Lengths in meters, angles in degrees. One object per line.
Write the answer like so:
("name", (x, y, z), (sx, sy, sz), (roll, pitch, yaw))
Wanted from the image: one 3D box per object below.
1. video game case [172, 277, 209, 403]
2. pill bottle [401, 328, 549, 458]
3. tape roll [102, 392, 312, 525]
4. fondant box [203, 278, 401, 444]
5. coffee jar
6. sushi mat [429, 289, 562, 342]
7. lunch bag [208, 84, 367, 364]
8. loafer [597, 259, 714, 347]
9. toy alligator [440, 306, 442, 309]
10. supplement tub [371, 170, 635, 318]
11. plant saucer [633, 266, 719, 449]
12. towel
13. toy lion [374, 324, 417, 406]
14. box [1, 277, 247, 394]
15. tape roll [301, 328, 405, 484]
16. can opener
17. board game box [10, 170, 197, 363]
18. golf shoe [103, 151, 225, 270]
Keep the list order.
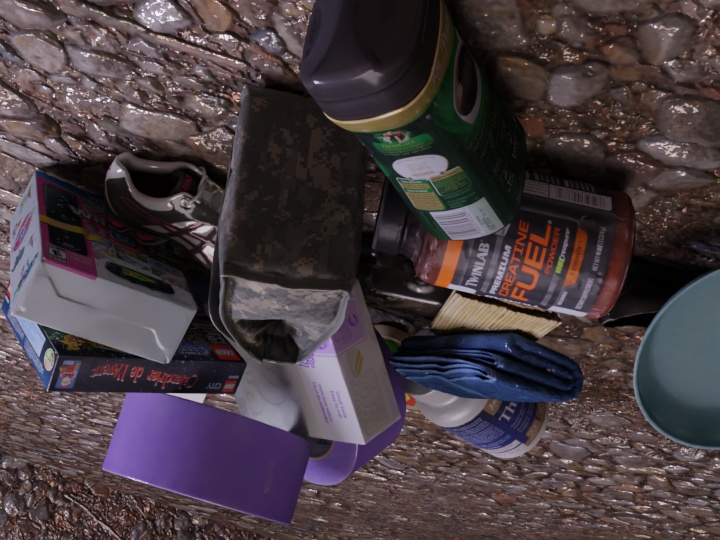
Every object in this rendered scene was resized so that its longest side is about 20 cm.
("video game case", (-0.250, 0.052, 1.048), (0.179, 0.201, 0.046), (22, 112, -19))
("pill bottle", (0.133, 0.144, 1.149), (0.110, 0.113, 0.199), (-9, 149, 40))
("tape roll", (-0.153, 0.188, 0.970), (0.197, 0.086, 0.200), (16, 166, 4))
("fondant box", (-0.063, 0.088, 0.961), (0.198, 0.058, 0.146), (-3, 109, 47))
("coffee jar", (0.039, -0.109, 0.633), (0.084, 0.106, 0.200), (-6, 151, 29))
("sushi mat", (0.119, 0.050, 0.887), (0.094, 0.012, 0.200), (15, 167, 1))
("lunch bag", (-0.061, -0.026, 0.788), (0.116, 0.166, 0.200), (7, 157, -5))
("loafer", (0.306, 0.043, 0.889), (0.197, 0.072, 0.073), (9, 157, 7))
("toy alligator", (0.150, 0.066, 1.046), (0.054, 0.060, 0.200), (-40, 138, 9))
("supplement tub", (0.111, -0.031, 0.771), (0.197, 0.108, 0.107), (11, 157, 0))
("plant saucer", (0.332, 0.068, 0.843), (0.197, 0.036, 0.203), (-2, 121, -4))
("towel", (0.121, 0.100, 0.953), (0.111, 0.049, 0.199), (22, 165, -25))
("toy lion", (0.024, 0.134, 1.255), (0.190, 0.070, 0.199), (0, 155, 43))
("box", (-0.225, 0.064, 0.920), (0.198, 0.038, 0.136), (8, -157, -43))
("tape roll", (-0.049, 0.135, 1.096), (0.199, 0.084, 0.203), (25, 128, 36))
("can opener", (0.000, 0.000, 0.961), (0.197, 0.054, 0.067), (11, 156, 5))
("board game box", (-0.247, -0.006, 0.901), (0.146, 0.065, 0.200), (23, -165, -29))
("golf shoe", (-0.143, -0.050, 0.889), (0.197, 0.078, 0.088), (14, 152, -5))
